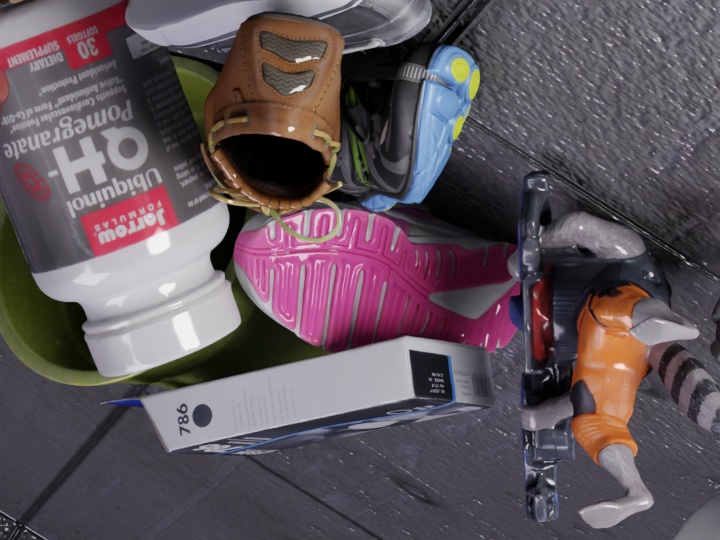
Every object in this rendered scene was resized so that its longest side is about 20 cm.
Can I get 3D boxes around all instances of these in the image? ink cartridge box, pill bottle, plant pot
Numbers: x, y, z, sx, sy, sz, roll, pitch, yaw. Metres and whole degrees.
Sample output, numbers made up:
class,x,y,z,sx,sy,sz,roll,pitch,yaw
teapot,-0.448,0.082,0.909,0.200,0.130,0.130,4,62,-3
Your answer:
class,x,y,z,sx,sy,sz,roll,pitch,yaw
ink cartridge box,-0.035,0.075,1.591,0.200,0.039,0.099,-12,170,29
pill bottle,-0.135,-0.051,1.513,0.111,0.111,0.200,-4,109,63
plant pot,-0.084,0.002,1.698,0.200,0.200,0.190,16,170,41

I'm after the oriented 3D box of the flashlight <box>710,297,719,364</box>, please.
class,x,y,z,sx,sy,sz,roll,pitch,yaw
flashlight,0.265,0.069,1.463,0.200,0.068,0.068,35,159,-30

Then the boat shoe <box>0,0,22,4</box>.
class,x,y,z,sx,sy,sz,roll,pitch,yaw
boat shoe,-0.193,-0.179,1.519,0.074,0.069,0.200,31,163,1

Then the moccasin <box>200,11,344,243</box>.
class,x,y,z,sx,sy,sz,roll,pitch,yaw
moccasin,-0.040,-0.058,1.383,0.074,0.078,0.201,10,166,-9

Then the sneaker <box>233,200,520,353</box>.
class,x,y,z,sx,sy,sz,roll,pitch,yaw
sneaker,0.000,0.000,1.603,0.200,0.081,0.088,12,-171,-43

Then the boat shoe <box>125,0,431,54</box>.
class,x,y,z,sx,sy,sz,roll,pitch,yaw
boat shoe,-0.040,-0.130,1.406,0.068,0.072,0.200,42,153,-29

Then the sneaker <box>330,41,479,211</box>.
class,x,y,z,sx,sy,sz,roll,pitch,yaw
sneaker,0.004,-0.077,1.469,0.083,0.071,0.200,27,167,-10

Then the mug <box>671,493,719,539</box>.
class,x,y,z,sx,sy,sz,roll,pitch,yaw
mug,0.302,0.220,1.707,0.200,0.148,0.175,21,171,-40

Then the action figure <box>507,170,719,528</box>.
class,x,y,z,sx,sy,sz,roll,pitch,yaw
action figure,0.133,0.056,1.488,0.104,0.194,0.200,-4,118,-3
